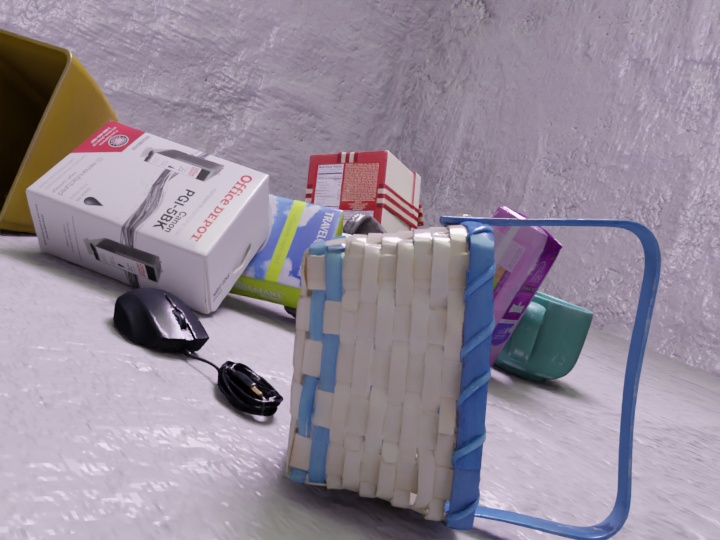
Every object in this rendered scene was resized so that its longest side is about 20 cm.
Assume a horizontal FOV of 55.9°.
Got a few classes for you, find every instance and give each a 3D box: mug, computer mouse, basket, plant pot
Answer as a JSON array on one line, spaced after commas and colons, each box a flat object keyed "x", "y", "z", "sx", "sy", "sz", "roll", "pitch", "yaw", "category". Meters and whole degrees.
[{"x": 0.231, "y": 0.086, "z": 0.962, "sx": 0.183, "sy": 0.116, "sz": 0.151, "roll": 14, "pitch": 8, "yaw": -40, "category": "mug"}, {"x": -0.122, "y": 0.052, "z": 0.502, "sx": 0.198, "sy": 0.035, "sz": 0.058, "roll": 24, "pitch": 6, "yaw": 38, "category": "computer mouse"}, {"x": 0.061, "y": 0.051, "z": 0.383, "sx": 0.196, "sy": 0.180, "sz": 0.139, "roll": 8, "pitch": 1, "yaw": 5, "category": "basket"}, {"x": -0.404, "y": -0.153, "z": 0.813, "sx": 0.197, "sy": 0.203, "sz": 0.176, "roll": 20, "pitch": -5, "yaw": 17, "category": "plant pot"}]

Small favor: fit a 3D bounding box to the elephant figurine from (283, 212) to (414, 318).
[{"x": 0.000, "y": 0.000, "z": 0.866, "sx": 0.197, "sy": 0.143, "sz": 0.155, "roll": 21, "pitch": 9, "yaw": -24, "category": "elephant figurine"}]

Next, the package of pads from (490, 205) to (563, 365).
[{"x": 0.160, "y": 0.029, "z": 0.823, "sx": 0.075, "sy": 0.202, "sz": 0.120, "roll": 35, "pitch": 12, "yaw": 26, "category": "package of pads"}]

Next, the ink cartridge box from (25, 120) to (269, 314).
[{"x": -0.210, "y": -0.061, "z": 0.703, "sx": 0.197, "sy": 0.084, "sz": 0.148, "roll": 19, "pitch": 45, "yaw": 8, "category": "ink cartridge box"}]

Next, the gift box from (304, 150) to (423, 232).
[{"x": 0.001, "y": -0.095, "z": 1.235, "sx": 0.182, "sy": 0.204, "sz": 0.186, "roll": 7, "pitch": -6, "yaw": 27, "category": "gift box"}]

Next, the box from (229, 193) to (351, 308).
[{"x": -0.106, "y": -0.027, "z": 0.781, "sx": 0.196, "sy": 0.123, "sz": 0.048, "roll": 12, "pitch": -34, "yaw": 6, "category": "box"}]
